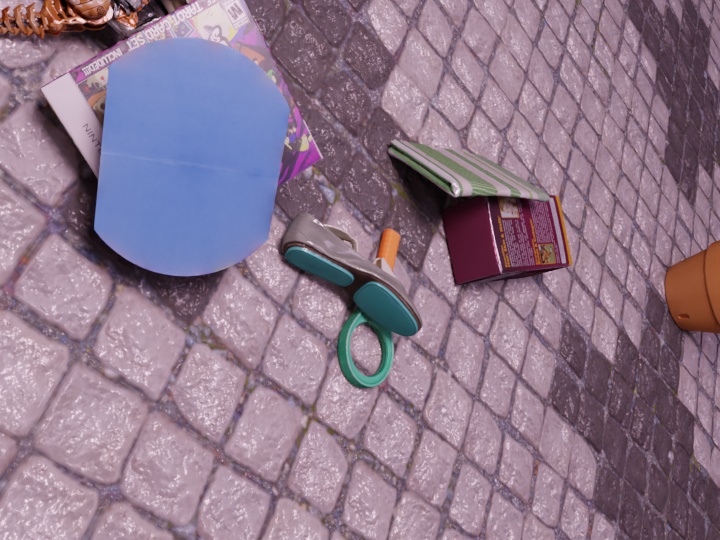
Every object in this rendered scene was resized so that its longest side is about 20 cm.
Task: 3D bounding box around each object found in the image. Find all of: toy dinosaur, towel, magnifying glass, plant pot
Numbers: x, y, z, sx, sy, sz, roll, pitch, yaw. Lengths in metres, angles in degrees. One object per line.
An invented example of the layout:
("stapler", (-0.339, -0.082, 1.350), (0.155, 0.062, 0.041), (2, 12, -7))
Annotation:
("toy dinosaur", (-0.249, -0.269, 0.619), (0.200, 0.100, 0.138), (-43, 113, -41))
("towel", (0.149, -0.132, 0.946), (0.196, 0.152, 0.024), (0, 120, -42))
("magnifying glass", (0.020, 0.043, 0.846), (0.079, 0.022, 0.205), (31, 59, -33))
("plant pot", (0.733, 0.044, 1.443), (0.196, 0.138, 0.207), (13, 70, -41))

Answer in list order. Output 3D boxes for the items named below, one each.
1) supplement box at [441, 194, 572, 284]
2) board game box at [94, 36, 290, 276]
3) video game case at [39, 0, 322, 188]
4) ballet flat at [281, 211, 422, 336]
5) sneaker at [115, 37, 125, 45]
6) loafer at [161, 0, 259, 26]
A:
("supplement box", (0.219, -0.047, 1.014), (0.196, 0.084, 0.114), (-4, 81, -44))
("board game box", (-0.149, -0.098, 0.609), (0.154, 0.039, 0.206), (4, 109, -26))
("video game case", (-0.157, -0.134, 0.638), (0.197, 0.036, 0.184), (-34, 114, -14))
("ballet flat", (0.000, 0.000, 0.792), (0.197, 0.067, 0.065), (34, 53, -19))
("sneaker", (-0.156, -0.177, 0.703), (0.197, 0.076, 0.087), (27, 56, -36))
("loafer", (-0.172, -0.300, 0.722), (0.200, 0.067, 0.077), (45, 53, -26))
